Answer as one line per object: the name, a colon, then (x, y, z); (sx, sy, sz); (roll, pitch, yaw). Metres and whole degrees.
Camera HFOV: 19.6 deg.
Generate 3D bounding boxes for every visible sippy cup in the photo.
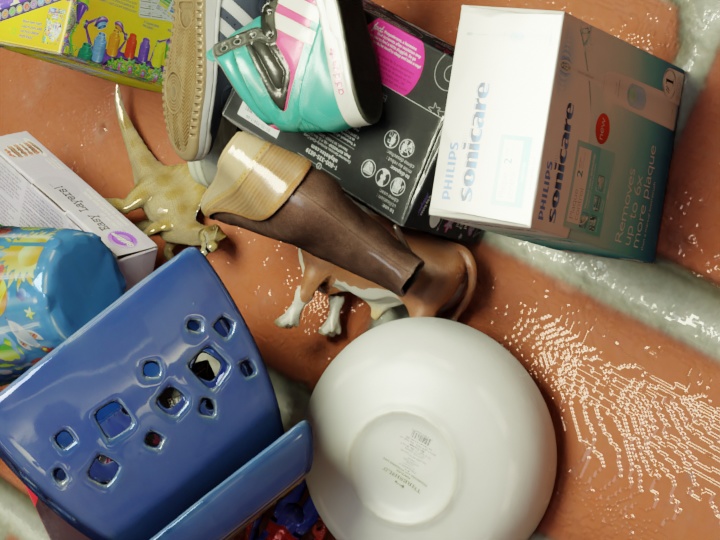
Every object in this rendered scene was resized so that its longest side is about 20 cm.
sippy cup: (-0.260, 0.022, 1.641); (0.130, 0.177, 0.141); (-8, 70, 36)

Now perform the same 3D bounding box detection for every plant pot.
plant pot: (-0.145, 0.122, 1.513); (0.200, 0.200, 0.180); (-37, 85, -11)

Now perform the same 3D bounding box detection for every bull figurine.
bull figurine: (0.000, 0.000, 1.620); (0.199, 0.065, 0.122); (22, 99, 36)

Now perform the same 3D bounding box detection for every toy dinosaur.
toy dinosaur: (-0.176, -0.058, 1.761); (0.101, 0.058, 0.200); (-43, 56, 7)

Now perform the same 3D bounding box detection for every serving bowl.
serving bowl: (0.041, 0.138, 1.535); (0.198, 0.066, 0.202); (3, 98, 20)

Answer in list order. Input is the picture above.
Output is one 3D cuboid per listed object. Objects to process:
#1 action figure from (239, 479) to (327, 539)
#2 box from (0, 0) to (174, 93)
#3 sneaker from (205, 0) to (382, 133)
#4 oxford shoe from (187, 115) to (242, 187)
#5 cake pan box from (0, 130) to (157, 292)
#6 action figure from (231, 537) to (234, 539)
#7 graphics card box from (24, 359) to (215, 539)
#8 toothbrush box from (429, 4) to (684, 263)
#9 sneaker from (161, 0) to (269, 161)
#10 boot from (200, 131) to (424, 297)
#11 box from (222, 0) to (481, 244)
action figure: (-0.050, 0.186, 1.631); (0.065, 0.052, 0.201); (31, 104, 8)
box: (-0.200, -0.257, 1.707); (0.121, 0.199, 0.194); (14, 90, 35)
sneaker: (-0.058, -0.190, 1.541); (0.120, 0.084, 0.202); (-14, 77, 22)
oxford shoe: (-0.101, -0.167, 1.707); (0.057, 0.075, 0.202); (3, 86, 23)
cake pan box: (-0.257, 0.010, 1.756); (0.200, 0.052, 0.185); (38, 130, 32)
action figure: (-0.167, 0.266, 1.657); (0.199, 0.119, 0.103); (-24, 86, 40)
graphics card box: (-0.186, 0.158, 1.699); (0.199, 0.051, 0.126); (-17, 102, 29)
toothbrush box: (0.140, -0.092, 1.458); (0.085, 0.199, 0.148); (8, 87, 34)
sneaker: (-0.093, -0.185, 1.644); (0.070, 0.108, 0.202); (21, 110, 55)
boot: (-0.035, -0.029, 1.548); (0.166, 0.200, 0.073); (37, 83, 0)
box: (0.017, -0.124, 1.596); (0.199, 0.114, 0.133); (33, 102, 34)
